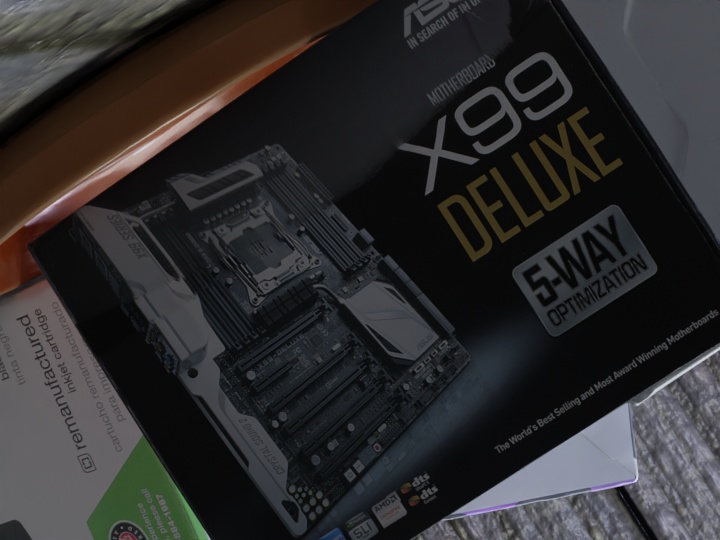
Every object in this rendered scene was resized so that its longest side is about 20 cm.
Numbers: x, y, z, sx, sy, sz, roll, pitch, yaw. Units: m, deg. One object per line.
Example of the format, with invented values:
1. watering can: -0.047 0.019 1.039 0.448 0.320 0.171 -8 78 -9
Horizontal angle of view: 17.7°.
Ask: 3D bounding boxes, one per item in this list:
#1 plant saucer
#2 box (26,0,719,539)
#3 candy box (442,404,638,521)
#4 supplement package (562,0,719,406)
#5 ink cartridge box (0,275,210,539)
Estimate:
1. plant saucer: -0.077 -0.051 0.840 0.200 0.032 0.200 -34 179 -1
2. box: 0.011 0.001 0.788 0.200 0.158 0.050 -33 178 11
3. candy box: 0.033 0.089 1.296 0.167 0.072 0.200 -9 -176 -23
4. supplement package: 0.115 -0.071 0.943 0.155 0.201 0.111 -33 179 -1
5. ink cartridge box: -0.144 0.086 0.970 0.199 0.146 0.084 -22 -175 29
